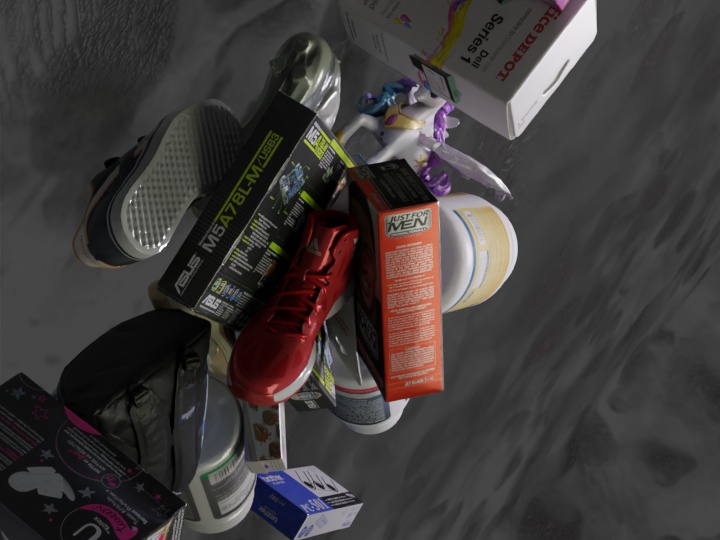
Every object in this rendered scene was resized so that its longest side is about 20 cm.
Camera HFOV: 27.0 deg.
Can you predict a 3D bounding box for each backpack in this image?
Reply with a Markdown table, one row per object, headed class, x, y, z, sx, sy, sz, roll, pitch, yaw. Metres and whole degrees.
| class | x | y | z | sx | sy | sz | roll | pitch | yaw |
| --- | --- | --- | --- | --- | --- | --- | --- | --- | --- |
| backpack | -0.215 | 0.149 | 1.396 | 0.163 | 0.154 | 0.200 | -41 | 134 | -39 |

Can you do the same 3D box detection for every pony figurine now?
| class | x | y | z | sx | sy | sz | roll | pitch | yaw |
| --- | --- | --- | --- | --- | --- | --- | --- | --- | --- |
| pony figurine | 0.057 | -0.131 | 1.592 | 0.200 | 0.167 | 0.193 | -41 | 149 | 4 |

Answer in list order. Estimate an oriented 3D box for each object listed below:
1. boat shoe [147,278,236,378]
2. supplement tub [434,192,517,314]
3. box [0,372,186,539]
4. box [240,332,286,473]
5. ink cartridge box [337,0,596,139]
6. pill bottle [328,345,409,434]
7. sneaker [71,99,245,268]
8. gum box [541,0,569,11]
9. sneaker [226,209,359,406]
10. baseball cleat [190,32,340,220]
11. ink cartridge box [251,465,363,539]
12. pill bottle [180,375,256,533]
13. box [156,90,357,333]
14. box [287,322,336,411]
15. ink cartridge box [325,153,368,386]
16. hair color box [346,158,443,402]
| class | x | y | z | sx | sy | sz | roll | pitch | yaw |
| --- | --- | --- | --- | --- | --- | --- | --- | --- | --- |
| boat shoe | -0.161 | 0.055 | 1.476 | 0.065 | 0.072 | 0.200 | -13 | 154 | 1 |
| supplement tub | 0.100 | -0.021 | 1.831 | 0.200 | 0.145 | 0.145 | -10 | 130 | -63 |
| box | -0.262 | 0.209 | 1.262 | 0.115 | 0.200 | 0.132 | -36 | 151 | -41 |
| box | -0.100 | 0.108 | 1.543 | 0.041 | 0.039 | 0.200 | 80 | 6 | -65 |
| ink cartridge box | 0.103 | -0.241 | 1.420 | 0.145 | 0.200 | 0.084 | -52 | 162 | -11 |
| pill bottle | 0.004 | 0.127 | 1.875 | 0.120 | 0.120 | 0.200 | -49 | 159 | -19 |
| sneaker | -0.170 | -0.073 | 1.237 | 0.079 | 0.078 | 0.200 | -18 | -157 | 36 |
| gum box | 0.103 | -0.312 | 1.326 | 0.066 | 0.200 | 0.113 | -60 | 167 | 7 |
| sneaker | -0.059 | 0.018 | 1.317 | 0.200 | 0.078 | 0.116 | -64 | 167 | -45 |
| baseball cleat | -0.075 | -0.118 | 1.377 | 0.200 | 0.070 | 0.106 | -56 | 151 | -1 |
| ink cartridge box | -0.076 | 0.308 | 2.000 | 0.044 | 0.094 | 0.200 | -59 | 160 | 8 |
| pill bottle | -0.169 | 0.200 | 1.592 | 0.113 | 0.113 | 0.200 | -48 | 159 | -22 |
| box | -0.084 | -0.042 | 1.311 | 0.193 | 0.047 | 0.200 | -60 | 167 | -2 |
| box | -0.068 | 0.043 | 1.527 | 0.200 | 0.044 | 0.160 | 62 | 22 | -70 |
| ink cartridge box | 0.000 | 0.000 | 1.499 | 0.068 | 0.115 | 0.200 | -15 | 120 | -13 |
| hair color box | 0.032 | 0.009 | 1.385 | 0.061 | 0.102 | 0.200 | -10 | 119 | -14 |
